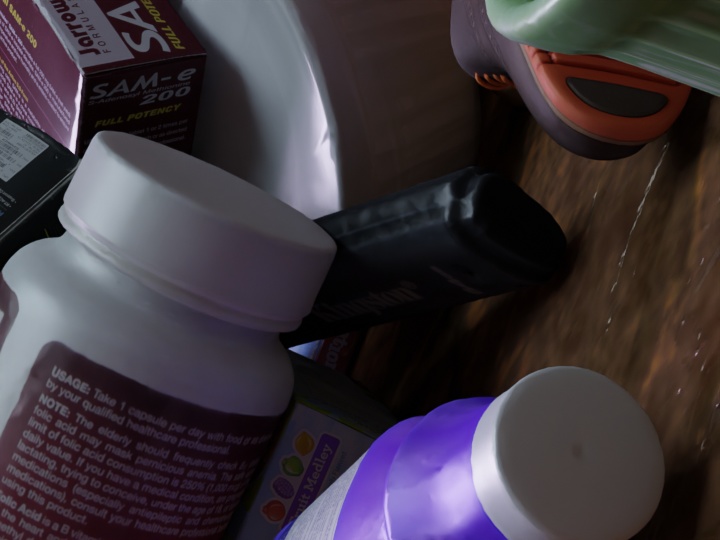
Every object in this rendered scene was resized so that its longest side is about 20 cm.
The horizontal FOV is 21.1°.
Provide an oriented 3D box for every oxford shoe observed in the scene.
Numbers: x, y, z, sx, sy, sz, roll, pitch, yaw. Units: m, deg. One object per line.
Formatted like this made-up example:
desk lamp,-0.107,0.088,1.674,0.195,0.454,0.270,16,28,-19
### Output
oxford shoe,0.069,-0.084,0.665,0.200,0.071,0.073,-93,18,-56

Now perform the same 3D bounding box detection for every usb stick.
usb stick,0.000,0.000,0.736,0.200,0.055,0.033,-17,42,55

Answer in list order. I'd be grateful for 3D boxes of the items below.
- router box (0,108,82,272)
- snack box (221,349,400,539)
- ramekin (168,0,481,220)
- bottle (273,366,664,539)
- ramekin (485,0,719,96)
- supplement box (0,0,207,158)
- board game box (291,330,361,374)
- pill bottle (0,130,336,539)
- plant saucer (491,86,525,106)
router box,-0.158,0.053,0.780,0.150,0.062,0.200,-45,-32,-24
snack box,-0.045,0.124,0.803,0.169,0.068,0.200,-66,12,1
ramekin,-0.031,-0.079,0.861,0.094,0.203,0.202,-21,-18,-32
bottle,0.020,0.085,0.551,0.200,0.065,0.084,129,160,-57
ramekin,0.114,-0.125,0.430,0.200,0.098,0.200,-157,90,-80
supplement box,-0.129,-0.046,0.875,0.109,0.061,0.200,53,145,35
board game box,-0.037,0.081,0.989,0.103,0.019,0.200,148,144,-75
pill bottle,-0.094,0.059,0.702,0.200,0.114,0.114,-63,11,10
plant saucer,0.093,-0.167,0.813,0.200,0.037,0.200,-156,90,-80
